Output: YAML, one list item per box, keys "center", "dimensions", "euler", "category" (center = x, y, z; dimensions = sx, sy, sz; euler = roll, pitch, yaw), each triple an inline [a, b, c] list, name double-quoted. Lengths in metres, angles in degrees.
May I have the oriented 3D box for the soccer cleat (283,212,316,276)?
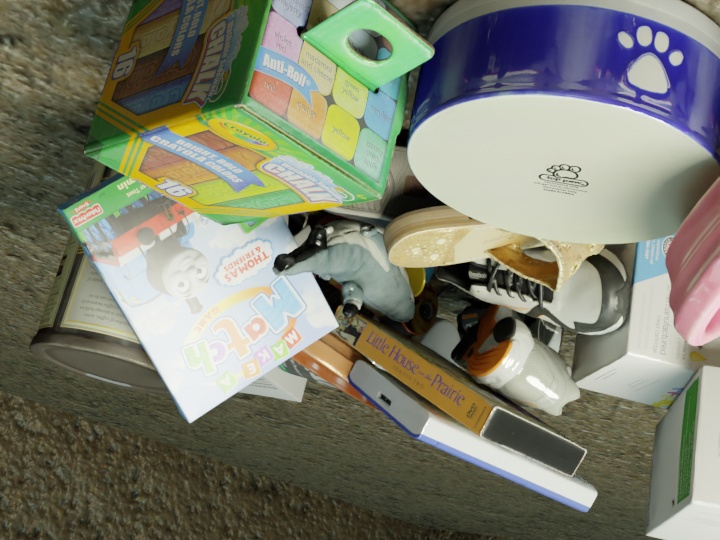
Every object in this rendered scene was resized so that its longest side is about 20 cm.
- center: [-0.074, -0.026, 0.956]
  dimensions: [0.069, 0.085, 0.200]
  euler: [27, -174, 10]
  category: "soccer cleat"

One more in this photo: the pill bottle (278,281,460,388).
- center: [0.003, 0.080, 1.086]
  dimensions: [0.200, 0.113, 0.113]
  euler: [11, 164, 36]
  category: "pill bottle"

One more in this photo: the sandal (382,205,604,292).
- center: [0.126, -0.013, 0.730]
  dimensions: [0.211, 0.070, 0.078]
  euler: [-8, 150, -10]
  category: "sandal"

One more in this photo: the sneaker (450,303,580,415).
- center: [0.140, 0.084, 0.873]
  dimensions: [0.092, 0.076, 0.200]
  euler: [38, -172, -4]
  category: "sneaker"

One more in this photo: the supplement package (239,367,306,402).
- center: [-0.142, 0.068, 1.176]
  dimensions: [0.120, 0.121, 0.200]
  euler: [7, 160, 21]
  category: "supplement package"

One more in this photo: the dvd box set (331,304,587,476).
- center: [0.079, 0.100, 0.838]
  dimensions: [0.146, 0.029, 0.200]
  euler: [30, -179, -44]
  category: "dvd box set"

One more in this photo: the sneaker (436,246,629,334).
- center: [0.137, 0.011, 0.812]
  dimensions: [0.080, 0.074, 0.200]
  euler: [-2, -171, -30]
  category: "sneaker"

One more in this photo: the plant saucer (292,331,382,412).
- center: [-0.051, 0.072, 0.953]
  dimensions: [0.200, 0.032, 0.200]
  euler: [33, 170, 6]
  category: "plant saucer"

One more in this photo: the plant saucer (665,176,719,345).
- center: [0.252, -0.041, 0.575]
  dimensions: [0.051, 0.200, 0.201]
  euler: [48, 173, 22]
  category: "plant saucer"

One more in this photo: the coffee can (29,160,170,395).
- center: [-0.196, -0.003, 0.891]
  dimensions: [0.146, 0.200, 0.146]
  euler: [12, 161, 4]
  category: "coffee can"

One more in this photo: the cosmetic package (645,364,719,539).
- center: [0.289, 0.157, 0.782]
  dimensions: [0.085, 0.108, 0.200]
  euler: [8, 158, 9]
  category: "cosmetic package"

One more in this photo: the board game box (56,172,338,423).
- center: [-0.125, -0.001, 0.794]
  dimensions: [0.200, 0.151, 0.037]
  euler: [63, 162, -20]
  category: "board game box"

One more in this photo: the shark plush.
- center: [0.000, 0.000, 0.812]
  dimensions: [0.091, 0.083, 0.200]
  euler: [-5, 174, 16]
  category: "shark plush"

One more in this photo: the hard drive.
- center: [0.097, 0.144, 0.855]
  dimensions: [0.200, 0.025, 0.132]
  euler: [28, -179, -30]
  category: "hard drive"

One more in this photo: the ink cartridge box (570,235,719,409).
- center: [0.299, 0.048, 0.826]
  dimensions: [0.200, 0.129, 0.125]
  euler: [13, 161, -5]
  category: "ink cartridge box"

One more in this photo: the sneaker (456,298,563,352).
- center: [0.150, 0.057, 1.016]
  dimensions: [0.086, 0.080, 0.200]
  euler: [12, 160, -7]
  category: "sneaker"

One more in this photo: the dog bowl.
- center: [0.131, -0.091, 0.616]
  dimensions: [0.200, 0.079, 0.200]
  euler: [11, 161, 4]
  category: "dog bowl"

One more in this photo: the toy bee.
- center: [0.039, 0.024, 0.959]
  dimensions: [0.200, 0.109, 0.131]
  euler: [17, 159, -10]
  category: "toy bee"

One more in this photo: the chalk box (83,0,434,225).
- center: [-0.051, -0.114, 0.601]
  dimensions: [0.200, 0.124, 0.124]
  euler: [-6, 154, 44]
  category: "chalk box"

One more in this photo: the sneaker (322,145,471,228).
- center: [0.026, -0.069, 0.790]
  dimensions: [0.200, 0.075, 0.106]
  euler: [15, -177, -30]
  category: "sneaker"
